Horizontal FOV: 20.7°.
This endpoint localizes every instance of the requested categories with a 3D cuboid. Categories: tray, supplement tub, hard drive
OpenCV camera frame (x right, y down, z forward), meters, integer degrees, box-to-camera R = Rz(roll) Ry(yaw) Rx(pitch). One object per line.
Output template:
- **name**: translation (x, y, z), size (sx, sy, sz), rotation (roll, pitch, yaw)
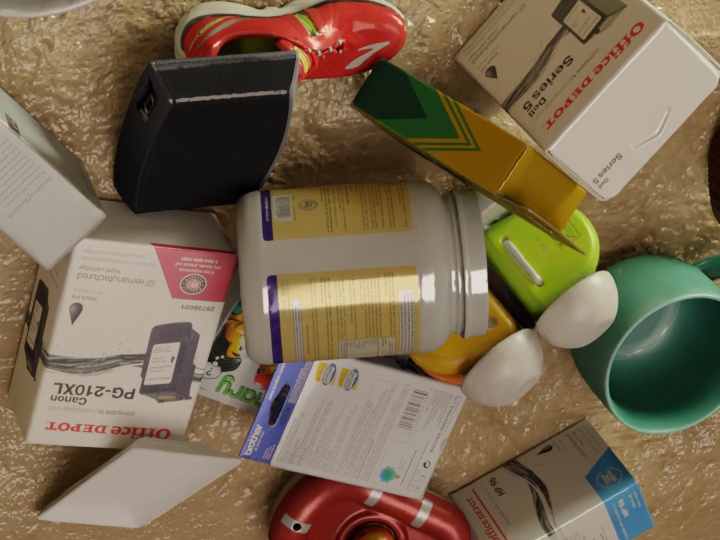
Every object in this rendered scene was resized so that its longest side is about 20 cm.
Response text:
- **tray**: translation (-0.198, 0.185, 1.730), size (0.107, 0.022, 0.200), rotation (9, 152, -32)
- **supplement tub**: translation (0.000, 0.000, 1.631), size (0.199, 0.146, 0.146), rotation (-4, 121, -2)
- **hard drive**: translation (-0.123, -0.106, 1.579), size (0.134, 0.042, 0.200), rotation (-6, 156, -19)

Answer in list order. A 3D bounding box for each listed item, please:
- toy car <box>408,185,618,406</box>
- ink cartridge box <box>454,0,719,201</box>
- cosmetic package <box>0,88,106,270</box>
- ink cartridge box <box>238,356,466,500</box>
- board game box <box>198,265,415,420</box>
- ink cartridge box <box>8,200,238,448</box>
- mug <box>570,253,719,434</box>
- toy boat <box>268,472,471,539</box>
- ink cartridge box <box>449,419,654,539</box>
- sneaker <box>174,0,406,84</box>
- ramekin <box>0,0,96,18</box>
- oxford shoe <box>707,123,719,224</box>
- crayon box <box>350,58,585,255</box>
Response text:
- **toy car**: translation (0.127, 0.024, 1.765), size (0.200, 0.175, 0.150), rotation (-38, 161, -3)
- **ink cartridge box**: translation (0.186, -0.171, 1.635), size (0.084, 0.200, 0.146), rotation (36, 100, -34)
- **cosmetic package**: translation (-0.296, -0.100, 1.538), size (0.074, 0.102, 0.200), rotation (-43, 126, 7)
- **ink cartridge box**: translation (-0.009, 0.131, 1.779), size (0.199, 0.042, 0.120), rotation (15, 106, -32)
- **board game box**: translation (-0.052, 0.079, 1.781), size (0.200, 0.035, 0.126), rotation (22, 108, -31)
- **ink cartridge box**: translation (-0.204, 0.049, 1.670), size (0.144, 0.084, 0.201), rotation (6, 117, -25)
- **mug**: translation (0.289, 0.058, 1.863), size (0.184, 0.114, 0.153), rotation (-11, 121, -17)
- **toy boat**: translation (0.011, 0.265, 1.845), size (0.199, 0.131, 0.131), rotation (25, 106, -17)
- **ink cartridge box**: translation (0.168, 0.244, 1.917), size (0.200, 0.116, 0.068), rotation (-29, 125, -5)
- **sneaker**: translation (-0.051, -0.176, 1.605), size (0.199, 0.085, 0.077), rotation (-8, 122, -18)
- **ramekin**: translation (-0.237, -0.291, 1.419), size (0.200, 0.105, 0.200), rotation (-19, 146, -13)
- **oxford shoe**: translation (0.376, -0.130, 1.819), size (0.075, 0.070, 0.201), rotation (-4, 121, -27)
- **crayon box**: translation (0.101, -0.093, 1.624), size (0.051, 0.200, 0.127), rotation (-57, 148, 2)
